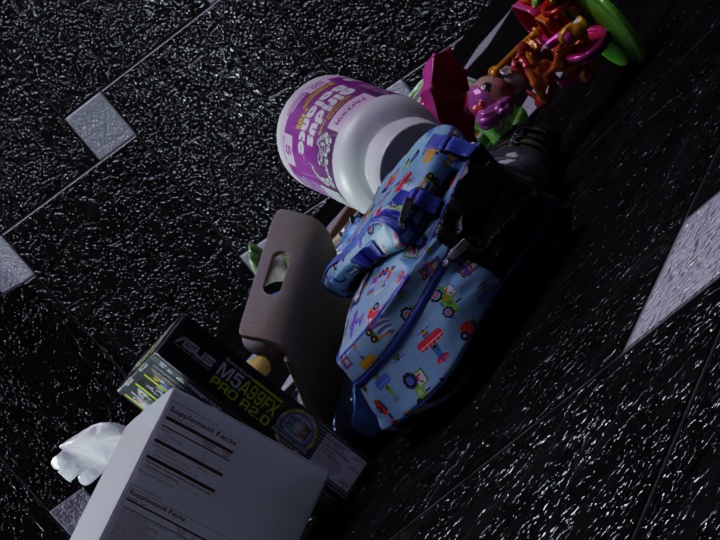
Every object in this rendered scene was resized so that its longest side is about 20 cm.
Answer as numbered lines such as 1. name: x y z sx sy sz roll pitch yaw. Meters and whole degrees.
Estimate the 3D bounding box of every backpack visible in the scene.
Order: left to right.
1. backpack: 0.046 0.016 1.444 0.201 0.134 0.183 -58 6 -23

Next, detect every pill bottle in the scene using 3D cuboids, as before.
1. pill bottle: 0.009 -0.111 1.712 0.113 0.112 0.200 -53 29 -6

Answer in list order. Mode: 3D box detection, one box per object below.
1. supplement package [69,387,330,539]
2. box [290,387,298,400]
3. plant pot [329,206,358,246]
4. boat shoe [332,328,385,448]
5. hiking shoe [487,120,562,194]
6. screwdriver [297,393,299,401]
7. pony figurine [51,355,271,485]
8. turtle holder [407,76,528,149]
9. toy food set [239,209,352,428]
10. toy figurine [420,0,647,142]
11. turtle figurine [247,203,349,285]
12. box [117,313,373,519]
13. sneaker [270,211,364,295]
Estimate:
1. supplement package: -0.150 0.229 1.491 0.201 0.146 0.191 -65 10 -20
2. box: -0.056 0.158 1.817 0.201 0.046 0.159 -54 7 -9
3. plant pot: 0.050 -0.078 2.180 0.201 0.092 0.201 -52 5 6
4. boat shoe: 0.011 0.074 1.617 0.069 0.084 0.200 -49 5 41
5. hiking shoe: 0.139 -0.098 1.667 0.101 0.075 0.200 -57 5 -10
6. screwdriver: -0.057 0.163 1.685 0.028 0.029 0.201 -5 46 22
7. pony figurine: -0.175 0.181 1.790 0.193 0.167 0.200 -41 -2 35
8. turtle holder: 0.098 -0.130 1.914 0.141 0.131 0.186 -50 6 14
9. toy food set: -0.051 0.068 1.636 0.201 0.060 0.144 70 -155 -44
10. toy figurine: 0.143 -0.182 1.720 0.184 0.150 0.200 -41 31 -1
11. turtle figurine: -0.015 -0.015 1.834 0.192 0.145 0.200 -16 1 6
12. box: -0.100 0.129 1.569 0.044 0.200 0.160 -54 5 -22
13. sneaker: 0.000 0.000 1.743 0.199 0.079 0.090 -22 56 17
